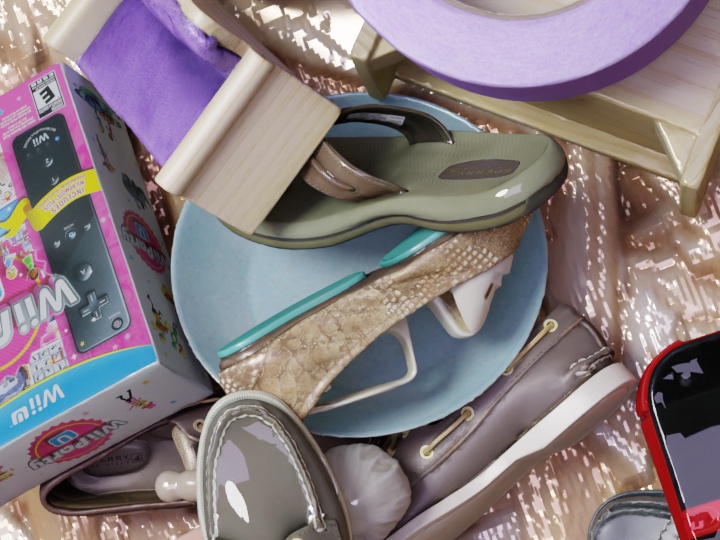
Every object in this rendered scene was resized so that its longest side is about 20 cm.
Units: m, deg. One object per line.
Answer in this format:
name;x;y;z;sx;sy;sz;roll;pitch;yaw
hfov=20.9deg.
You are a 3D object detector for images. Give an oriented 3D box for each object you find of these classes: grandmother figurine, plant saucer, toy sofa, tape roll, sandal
grandmother figurine;-0.061;0.148;1.023;0.200;0.061;0.121;-31;115;23
plant saucer;0.000;0.000;1.048;0.200;0.039;0.201;-1;67;3
toy sofa;-0.103;-0.109;1.014;0.083;0.098;0.200;-53;38;8
tape roll;0.080;-0.184;0.934;0.200;0.066;0.201;0;89;13
toy sofa;0.104;-0.111;1.015;0.200;0.083;0.098;21;84;11
sandal;0.010;-0.057;0.986;0.201;0.080;0.057;-4;129;33

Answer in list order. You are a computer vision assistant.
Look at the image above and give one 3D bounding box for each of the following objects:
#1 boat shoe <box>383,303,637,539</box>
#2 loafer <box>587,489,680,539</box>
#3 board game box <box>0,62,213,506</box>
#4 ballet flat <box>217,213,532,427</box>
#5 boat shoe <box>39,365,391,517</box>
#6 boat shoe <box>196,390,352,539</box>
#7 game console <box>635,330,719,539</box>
boat shoe;0.052;0.098;1.041;0.200;0.072;0.060;-40;72;11
loafer;0.210;0.169;1.005;0.200;0.063;0.072;23;96;12
board game box;-0.182;0.008;1.066;0.147;0.064;0.200;-29;62;12
ballet flat;0.022;0.018;0.992;0.200;0.071;0.065;-33;95;-8
boat shoe;-0.080;0.100;1.059;0.200;0.072;0.072;-7;112;12
boat shoe;-0.036;0.157;0.929;0.072;0.060;0.202;-12;90;2
game console;0.254;0.096;0.987;0.200;0.031;0.177;-18;75;4
